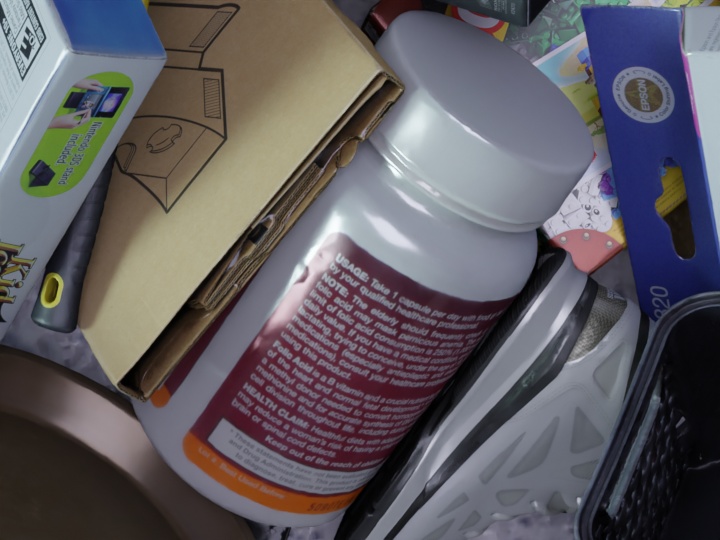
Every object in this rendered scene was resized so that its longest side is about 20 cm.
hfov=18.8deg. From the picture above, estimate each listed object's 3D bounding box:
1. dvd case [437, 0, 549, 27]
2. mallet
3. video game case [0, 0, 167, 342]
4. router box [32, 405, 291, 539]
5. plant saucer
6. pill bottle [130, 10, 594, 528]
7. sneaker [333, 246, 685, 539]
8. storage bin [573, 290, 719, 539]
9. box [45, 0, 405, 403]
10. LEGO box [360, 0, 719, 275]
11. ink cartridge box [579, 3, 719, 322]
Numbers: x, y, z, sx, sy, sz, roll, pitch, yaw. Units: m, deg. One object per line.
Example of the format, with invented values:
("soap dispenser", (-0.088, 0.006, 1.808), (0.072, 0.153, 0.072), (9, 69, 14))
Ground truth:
("dvd case", (0.012, -0.173, 0.888), (0.200, 0.025, 0.150), (20, 47, 22))
("mallet", (-0.104, -0.078, 0.845), (0.066, 0.041, 0.200), (25, 99, 24))
("video game case", (-0.160, -0.093, 0.857), (0.045, 0.181, 0.200), (2, 49, -37))
("router box", (-0.126, 0.164, 0.947), (0.149, 0.051, 0.200), (19, 88, -1))
("plant saucer", (-0.125, 0.102, 0.841), (0.200, 0.200, 0.029), (35, 116, -2))
("pill bottle", (0.000, 0.000, 0.888), (0.114, 0.114, 0.200), (36, 118, -2))
("sneaker", (0.069, 0.098, 0.926), (0.115, 0.076, 0.201), (34, 114, -5))
("storage bin", (0.194, 0.098, 0.795), (0.200, 0.094, 0.135), (9, 52, 25))
("box", (-0.081, -0.066, 0.884), (0.021, 0.200, 0.164), (28, 107, -43))
("LEGO box", (0.122, -0.112, 0.956), (0.200, 0.077, 0.149), (-39, 91, -4))
("ink cartridge box", (0.187, -0.009, 0.844), (0.200, 0.043, 0.197), (4, 128, 28))
